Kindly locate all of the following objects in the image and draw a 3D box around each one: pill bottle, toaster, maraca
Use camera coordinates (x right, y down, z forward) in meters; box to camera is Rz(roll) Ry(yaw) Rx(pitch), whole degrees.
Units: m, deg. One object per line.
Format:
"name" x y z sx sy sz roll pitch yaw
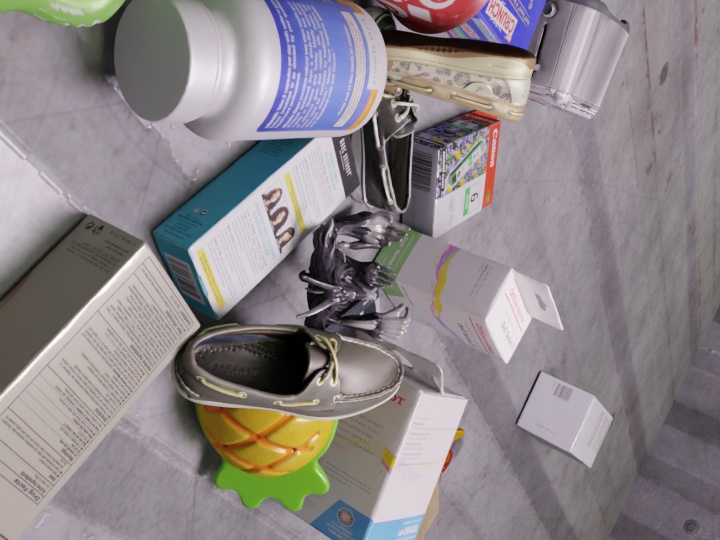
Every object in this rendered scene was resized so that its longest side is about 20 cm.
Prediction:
"pill bottle" -0.077 -0.154 0.602 0.199 0.111 0.114 -13 119 -52
"toaster" 0.261 -0.273 1.026 0.199 0.113 0.131 -3 115 -56
"maraca" -0.086 0.141 0.748 0.107 0.134 0.204 -73 165 -64

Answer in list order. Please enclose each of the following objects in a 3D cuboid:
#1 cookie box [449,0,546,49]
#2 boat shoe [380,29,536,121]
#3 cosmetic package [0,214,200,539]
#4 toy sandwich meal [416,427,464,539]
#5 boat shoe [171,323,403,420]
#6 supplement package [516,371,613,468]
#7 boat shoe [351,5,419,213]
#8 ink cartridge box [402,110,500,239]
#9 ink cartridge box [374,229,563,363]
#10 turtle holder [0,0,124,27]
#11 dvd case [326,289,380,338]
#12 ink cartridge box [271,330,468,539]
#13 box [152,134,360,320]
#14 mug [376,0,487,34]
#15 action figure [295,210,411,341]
"cookie box" 0.147 -0.347 0.849 0.170 0.074 0.203 25 87 -57
"boat shoe" 0.053 -0.172 0.714 0.074 0.196 0.064 -69 166 -62
"cosmetic package" -0.216 0.071 0.567 0.201 0.070 0.106 -50 144 -25
"toy sandwich meal" 0.087 0.298 1.133 0.204 0.069 0.209 -32 133 -42
"boat shoe" -0.051 0.081 0.660 0.198 0.060 0.074 4 70 -19
"supplement package" 0.389 0.284 1.523 0.111 0.113 0.200 -62 148 -7
"boat shoe" 0.029 -0.155 0.798 0.070 0.063 0.203 -33 132 -41
"ink cartridge box" 0.127 -0.125 0.969 0.199 0.050 0.111 -29 131 -43
"ink cartridge box" 0.120 0.033 0.912 0.068 0.198 0.117 -56 145 -15
"turtle holder" -0.147 -0.237 0.458 0.185 0.143 0.131 -37 138 26
"dvd case" -0.026 0.133 0.920 0.150 0.024 0.203 -38 137 -39
"ink cartridge box" 0.017 0.178 0.868 0.125 0.127 0.203 21 92 -57
"box" -0.083 -0.057 0.705 0.200 0.049 0.083 -46 141 -30
"mug" 0.036 -0.292 0.642 0.198 0.175 0.136 12 85 -52
"action figure" 0.000 0.000 0.755 0.200 0.100 0.121 -58 151 -72
